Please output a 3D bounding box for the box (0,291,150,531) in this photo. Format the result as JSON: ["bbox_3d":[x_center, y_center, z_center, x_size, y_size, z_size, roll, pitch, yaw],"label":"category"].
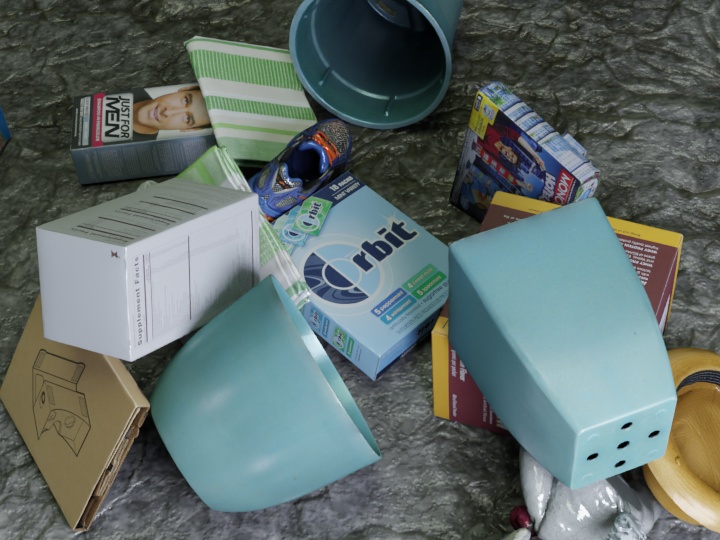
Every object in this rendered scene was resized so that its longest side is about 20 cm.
[{"bbox_3d":[-0.283,0.126,1.327,0.021,0.164,0.200,3,36,-44],"label":"box"}]

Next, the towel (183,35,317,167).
[{"bbox_3d":[-0.122,-0.197,1.620,0.152,0.023,0.201,4,50,-34],"label":"towel"}]

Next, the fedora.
[{"bbox_3d":[0.319,0.169,1.259,0.200,0.082,0.201,14,49,-17],"label":"fedora"}]

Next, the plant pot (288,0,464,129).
[{"bbox_3d":[0.038,-0.309,1.666,0.199,0.201,0.196,10,41,13],"label":"plant pot"}]

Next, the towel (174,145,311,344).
[{"bbox_3d":[-0.156,-0.013,1.415,0.149,0.031,0.201,-35,71,11],"label":"towel"}]

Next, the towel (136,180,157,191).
[{"bbox_3d":[-0.179,-0.019,1.512,0.199,0.048,0.172,8,47,11],"label":"towel"}]

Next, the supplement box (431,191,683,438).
[{"bbox_3d":[0.194,0.055,1.355,0.196,0.133,0.201,14,51,17],"label":"supplement box"}]

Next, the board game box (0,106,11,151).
[{"bbox_3d":[-0.492,-0.146,1.581,0.064,0.148,0.201,8,50,13],"label":"board game box"}]

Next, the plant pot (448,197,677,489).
[{"bbox_3d":[0.178,0.070,1.160,0.141,0.142,0.200,-18,51,-11],"label":"plant pot"}]

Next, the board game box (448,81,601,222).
[{"bbox_3d":[0.197,-0.083,1.466,0.062,0.200,0.200,-37,70,-25],"label":"board game box"}]

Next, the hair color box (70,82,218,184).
[{"bbox_3d":[-0.242,-0.167,1.637,0.199,0.061,0.099,-6,48,-2],"label":"hair color box"}]

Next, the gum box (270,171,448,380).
[{"bbox_3d":[0.000,0.000,1.447,0.200,0.045,0.170,38,53,22],"label":"gum box"}]

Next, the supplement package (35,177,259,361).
[{"bbox_3d":[-0.196,-0.006,1.290,0.109,0.114,0.200,12,21,30],"label":"supplement package"}]

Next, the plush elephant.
[{"bbox_3d":[0.172,0.236,1.200,0.155,0.165,0.200,-43,12,13],"label":"plush elephant"}]

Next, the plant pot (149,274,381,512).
[{"bbox_3d":[-0.099,0.130,1.279,0.160,0.201,0.201,-31,51,1],"label":"plant pot"}]

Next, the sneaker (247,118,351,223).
[{"bbox_3d":[-0.055,-0.117,1.519,0.075,0.078,0.200,44,40,-6],"label":"sneaker"}]
